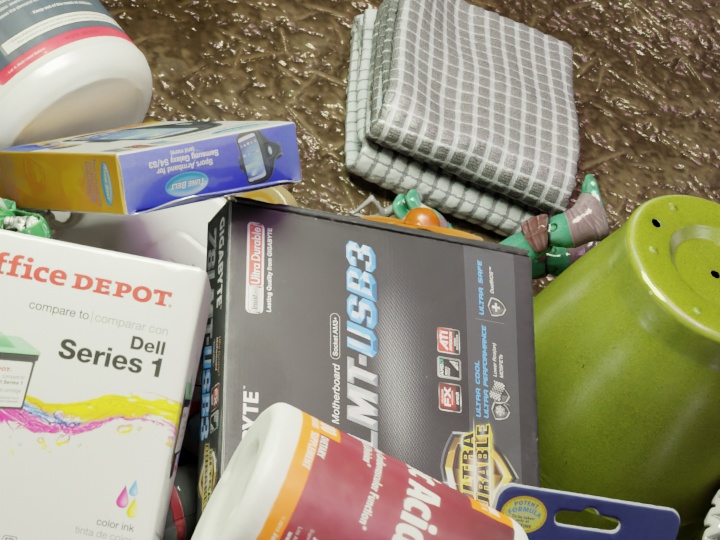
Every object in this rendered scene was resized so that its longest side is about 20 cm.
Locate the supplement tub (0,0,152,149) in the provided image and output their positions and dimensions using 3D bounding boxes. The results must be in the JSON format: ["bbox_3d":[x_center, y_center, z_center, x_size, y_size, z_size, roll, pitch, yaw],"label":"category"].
[{"bbox_3d":[-0.243,-0.155,1.471,0.140,0.140,0.200,-19,61,-41],"label":"supplement tub"}]

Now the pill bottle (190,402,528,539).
[{"bbox_3d":[0.018,0.162,1.174,0.200,0.114,0.114,28,41,-9],"label":"pill bottle"}]

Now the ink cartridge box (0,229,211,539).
[{"bbox_3d":[-0.171,0.085,1.225,0.145,0.084,0.200,11,79,-1],"label":"ink cartridge box"}]

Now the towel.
[{"bbox_3d":[0.079,-0.129,1.676,0.165,0.086,0.200,19,42,-14],"label":"towel"}]

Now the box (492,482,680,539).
[{"bbox_3d":[0.102,0.218,1.276,0.121,0.200,0.032,11,11,-21],"label":"box"}]

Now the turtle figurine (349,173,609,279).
[{"bbox_3d":[0.068,-0.008,1.537,0.200,0.150,0.101,-12,86,-3],"label":"turtle figurine"}]

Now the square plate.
[{"bbox_3d":[-0.120,0.007,1.468,0.200,0.028,0.198,39,42,9],"label":"square plate"}]

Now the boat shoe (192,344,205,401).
[{"bbox_3d":[-0.151,0.028,1.315,0.200,0.067,0.074,5,52,-21],"label":"boat shoe"}]

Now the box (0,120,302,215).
[{"bbox_3d":[-0.125,-0.062,1.326,0.119,0.200,0.042,-13,98,-32],"label":"box"}]

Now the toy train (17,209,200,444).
[{"bbox_3d":[-0.178,0.045,1.373,0.150,0.056,0.200,-23,65,-36],"label":"toy train"}]

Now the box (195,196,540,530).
[{"bbox_3d":[0.006,0.069,1.303,0.198,0.050,0.200,11,64,-22],"label":"box"}]

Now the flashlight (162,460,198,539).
[{"bbox_3d":[-0.073,0.129,1.345,0.200,0.068,0.068,-13,57,-38],"label":"flashlight"}]

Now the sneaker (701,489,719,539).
[{"bbox_3d":[0.261,0.210,1.411,0.075,0.081,0.200,29,56,-34],"label":"sneaker"}]

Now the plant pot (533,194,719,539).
[{"bbox_3d":[0.191,0.058,1.474,0.200,0.193,0.200,16,42,-16],"label":"plant pot"}]

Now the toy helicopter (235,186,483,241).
[{"bbox_3d":[0.000,0.000,1.441,0.200,0.132,0.079,36,18,19],"label":"toy helicopter"}]

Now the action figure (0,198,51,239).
[{"bbox_3d":[-0.281,-0.028,1.334,0.200,0.055,0.118,4,49,6],"label":"action figure"}]
